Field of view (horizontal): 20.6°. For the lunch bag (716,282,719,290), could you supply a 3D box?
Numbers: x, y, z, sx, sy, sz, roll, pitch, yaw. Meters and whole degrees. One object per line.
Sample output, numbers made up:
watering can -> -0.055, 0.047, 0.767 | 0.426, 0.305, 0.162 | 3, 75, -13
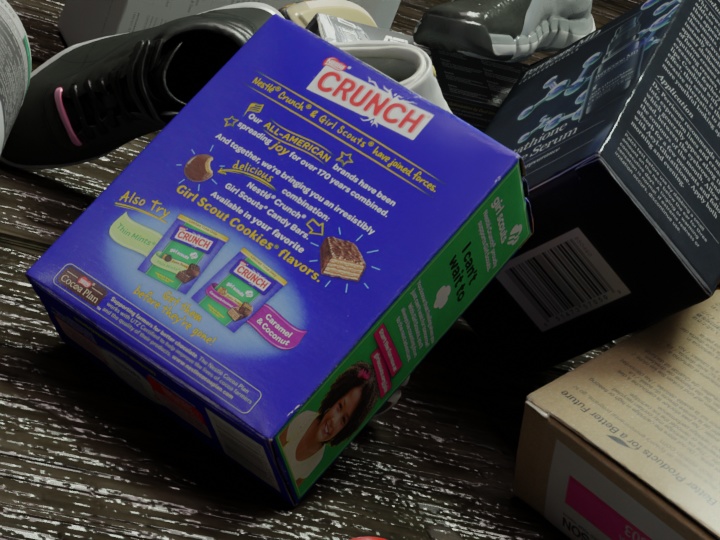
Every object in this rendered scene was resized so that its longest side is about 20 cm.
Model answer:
lunch bag -> 0.248, -0.023, 1.444 | 0.160, 0.076, 0.200 | 32, 9, -44

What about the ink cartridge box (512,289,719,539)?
ink cartridge box -> 0.206, 0.113, 1.045 | 0.165, 0.075, 0.200 | -26, 48, -33

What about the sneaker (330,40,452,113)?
sneaker -> -0.043, -0.081, 1.175 | 0.200, 0.116, 0.074 | -14, 49, 7

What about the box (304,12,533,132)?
box -> 0.021, -0.082, 1.297 | 0.200, 0.158, 0.050 | 9, 51, -31

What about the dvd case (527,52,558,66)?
dvd case -> 0.107, -0.102, 1.423 | 0.200, 0.142, 0.018 | 16, 53, -69

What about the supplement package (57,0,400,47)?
supplement package -> -0.099, -0.201, 1.481 | 0.200, 0.152, 0.151 | 12, 22, -25

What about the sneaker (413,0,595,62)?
sneaker -> 0.096, -0.195, 1.244 | 0.075, 0.116, 0.200 | 15, 15, 24

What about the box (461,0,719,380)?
box -> 0.145, -0.056, 1.151 | 0.107, 0.148, 0.200 | 49, 43, -15

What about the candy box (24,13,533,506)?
candy box -> -0.038, -0.011, 1.010 | 0.169, 0.200, 0.077 | 33, -21, 25

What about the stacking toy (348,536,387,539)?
stacking toy -> 0.072, 0.166, 0.848 | 0.200, 0.086, 0.085 | 20, 20, 5

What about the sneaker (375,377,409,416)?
sneaker -> -0.056, 0.012, 1.103 | 0.200, 0.081, 0.083 | 28, 14, 15

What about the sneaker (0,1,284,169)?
sneaker -> -0.141, -0.109, 1.186 | 0.200, 0.071, 0.099 | -20, 9, 8

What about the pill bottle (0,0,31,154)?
pill bottle -> -0.251, -0.094, 1.108 | 0.113, 0.113, 0.200 | 19, 19, -10

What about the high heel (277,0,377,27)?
high heel -> -0.039, -0.121, 1.356 | 0.200, 0.142, 0.072 | 27, 53, -53
